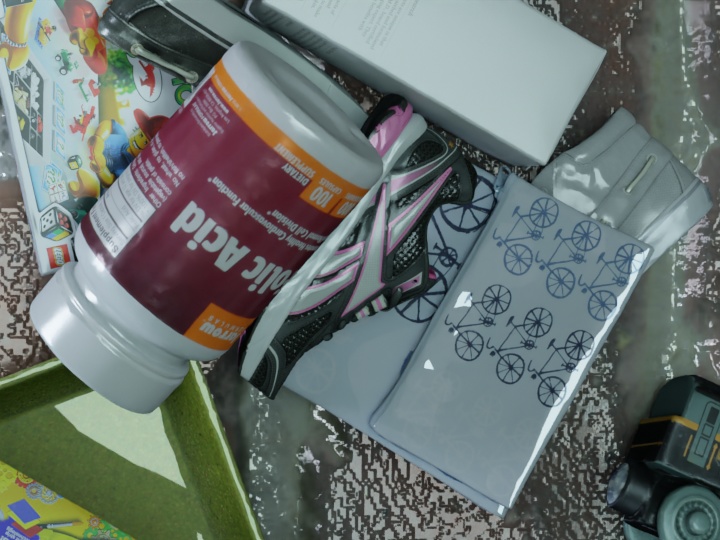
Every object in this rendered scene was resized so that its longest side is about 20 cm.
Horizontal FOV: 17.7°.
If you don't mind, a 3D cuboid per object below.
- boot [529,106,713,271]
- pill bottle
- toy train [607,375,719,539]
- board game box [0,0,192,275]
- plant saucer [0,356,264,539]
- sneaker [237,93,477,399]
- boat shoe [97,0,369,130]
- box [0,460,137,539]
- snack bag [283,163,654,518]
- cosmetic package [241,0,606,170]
[{"bbox_3d":[0.122,-0.011,1.455,0.200,0.074,0.096,-43,88,-10],"label":"boot"},{"bbox_3d":[-0.091,-0.022,1.323,0.114,0.114,0.200,40,102,-9],"label":"pill bottle"},{"bbox_3d":[0.256,0.148,1.467,0.199,0.085,0.114,24,79,-10],"label":"toy train"},{"bbox_3d":[-0.155,-0.107,1.412,0.126,0.035,0.201,-13,95,-10],"label":"board game box"},{"bbox_3d":[-0.171,0.151,1.416,0.199,0.048,0.201,-21,96,-8],"label":"plant saucer"},{"bbox_3d":[0.000,0.000,1.389,0.086,0.080,0.200,32,103,-8],"label":"sneaker"},{"bbox_3d":[-0.074,-0.118,1.386,0.200,0.071,0.064,32,97,-37],"label":"boat shoe"},{"bbox_3d":[-0.177,0.201,1.285,0.199,0.193,0.122,32,74,-9],"label":"box"},{"bbox_3d":[0.051,0.022,1.418,0.199,0.021,0.189,30,88,16],"label":"snack bag"},{"bbox_3d":[0.036,-0.144,1.407,0.199,0.108,0.085,28,87,-11],"label":"cosmetic package"}]
